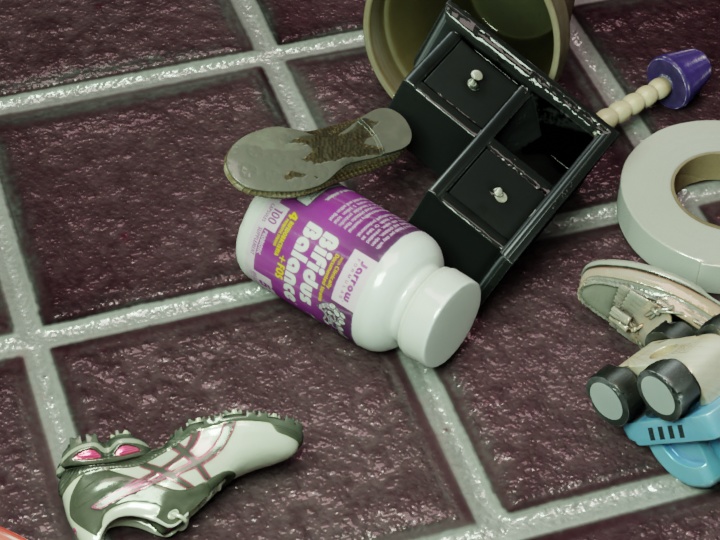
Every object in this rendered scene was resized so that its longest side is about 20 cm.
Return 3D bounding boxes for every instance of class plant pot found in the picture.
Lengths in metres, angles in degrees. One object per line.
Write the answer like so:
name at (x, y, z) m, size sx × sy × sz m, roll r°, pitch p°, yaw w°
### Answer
plant pot at (0.126, -0.250, 1.925) m, size 0.199 × 0.201 × 0.174 m, roll 20°, pitch 30°, yaw 17°

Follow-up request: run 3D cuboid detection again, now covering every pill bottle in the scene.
pill bottle at (0.000, 0.000, 1.703) m, size 0.200 × 0.113 × 0.112 m, roll 30°, pitch 51°, yaw 25°

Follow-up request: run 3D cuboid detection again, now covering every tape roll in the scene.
tape roll at (0.335, -0.060, 1.833) m, size 0.202 × 0.037 × 0.203 m, roll 2°, pitch 45°, yaw -2°

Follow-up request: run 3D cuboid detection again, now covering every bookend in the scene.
bookend at (0.092, -0.104, 1.779) m, size 0.200 × 0.092 × 0.199 m, roll 39°, pitch 54°, yaw 5°

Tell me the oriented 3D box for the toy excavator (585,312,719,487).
toy excavator at (0.304, 0.141, 1.595) m, size 0.100 × 0.201 × 0.194 m, roll -34°, pitch 11°, yaw -30°

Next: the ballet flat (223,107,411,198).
ballet flat at (-0.039, -0.095, 1.696) m, size 0.199 × 0.046 × 0.068 m, roll -20°, pitch 75°, yaw -41°

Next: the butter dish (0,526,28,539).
butter dish at (-0.303, 0.242, 1.424) m, size 0.199 × 0.148 × 0.200 m, roll 18°, pitch 47°, yaw 14°

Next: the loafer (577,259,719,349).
loafer at (0.275, 0.051, 1.701) m, size 0.199 × 0.072 × 0.063 m, roll 21°, pitch 55°, yaw 13°

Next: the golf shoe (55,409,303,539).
golf shoe at (-0.138, 0.166, 1.575) m, size 0.199 × 0.077 × 0.088 m, roll -11°, pitch 67°, yaw -10°

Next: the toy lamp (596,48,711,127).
toy lamp at (0.259, -0.158, 1.912) m, size 0.200 × 0.058 × 0.058 m, roll -33°, pitch 55°, yaw -29°
